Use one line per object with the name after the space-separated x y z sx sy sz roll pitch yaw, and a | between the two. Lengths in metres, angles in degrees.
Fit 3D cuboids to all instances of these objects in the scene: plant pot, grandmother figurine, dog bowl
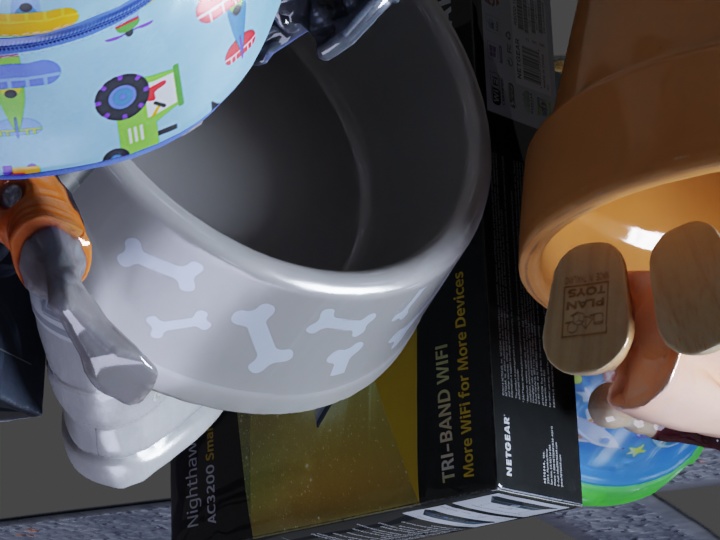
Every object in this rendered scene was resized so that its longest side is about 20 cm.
0.152 -0.065 0.874 0.200 0.140 0.200 1 160 0 | plant pot
0.135 0.042 0.888 0.121 0.061 0.200 -3 160 36 | grandmother figurine
-0.043 -0.055 0.841 0.200 0.200 0.059 13 143 -32 | dog bowl

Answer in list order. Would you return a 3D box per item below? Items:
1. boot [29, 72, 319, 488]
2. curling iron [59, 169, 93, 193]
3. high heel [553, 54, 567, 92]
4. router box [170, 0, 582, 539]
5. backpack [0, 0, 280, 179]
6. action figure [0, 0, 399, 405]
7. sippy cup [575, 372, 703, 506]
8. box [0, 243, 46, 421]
-0.062 -0.014 0.923 0.073 0.200 0.096 14 131 15 | boot
-0.034 -0.100 0.756 0.026 0.200 0.050 38 176 18 | curling iron
0.094 -0.009 1.029 0.200 0.143 0.071 1 161 -2 | high heel
0.000 0.000 0.971 0.157 0.200 0.052 -17 158 38 | router box
-0.096 -0.128 0.599 0.182 0.200 0.135 4 157 -2 | backpack
-0.091 -0.053 0.678 0.200 0.194 0.105 -21 138 21 | action figure
0.117 0.015 1.136 0.140 0.178 0.130 32 143 -4 | sippy cup
-0.190 -0.058 0.834 0.104 0.182 0.200 -9 159 25 | box
